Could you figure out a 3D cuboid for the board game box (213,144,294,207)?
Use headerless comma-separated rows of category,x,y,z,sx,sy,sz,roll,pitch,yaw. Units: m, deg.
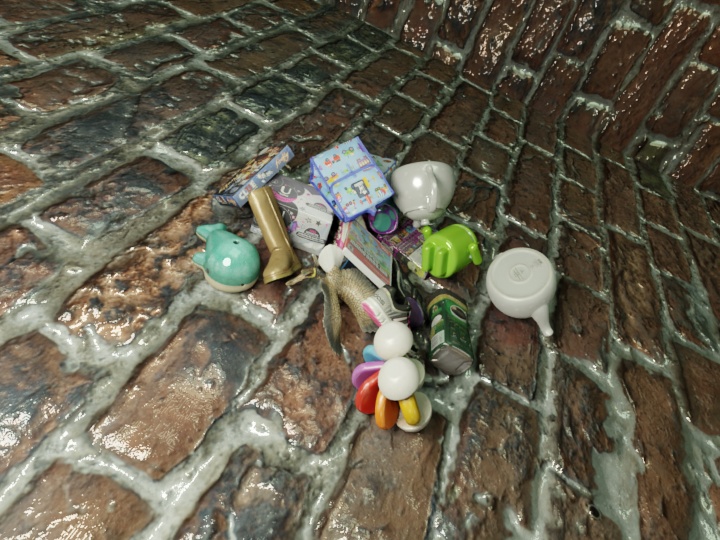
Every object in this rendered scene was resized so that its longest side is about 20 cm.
board game box,-0.273,-0.243,1.351,0.201,0.035,0.133,-49,32,-21

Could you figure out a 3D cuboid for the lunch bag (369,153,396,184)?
lunch bag,0.007,-0.270,1.493,0.155,0.078,0.200,20,34,18

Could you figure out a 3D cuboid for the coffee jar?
coffee jar,0.210,0.139,1.256,0.102,0.086,0.204,30,36,-17

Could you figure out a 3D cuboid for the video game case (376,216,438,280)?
video game case,0.162,-0.076,1.520,0.179,0.036,0.199,37,40,15

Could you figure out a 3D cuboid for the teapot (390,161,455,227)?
teapot,0.171,-0.198,1.428,0.196,0.193,0.153,5,79,-49

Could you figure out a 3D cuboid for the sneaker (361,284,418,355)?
sneaker,0.085,0.107,1.163,0.088,0.201,0.073,-46,33,-10

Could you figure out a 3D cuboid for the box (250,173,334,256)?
box,-0.167,-0.147,1.361,0.193,0.117,0.134,19,38,-6

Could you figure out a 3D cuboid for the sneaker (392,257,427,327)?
sneaker,0.110,0.060,1.325,0.085,0.076,0.205,19,40,-31

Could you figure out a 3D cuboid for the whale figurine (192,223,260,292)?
whale figurine,-0.300,-0.048,1.185,0.155,0.106,0.202,-10,50,-35

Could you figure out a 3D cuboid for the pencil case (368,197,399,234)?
pencil case,0.068,-0.183,1.525,0.090,0.087,0.202,26,26,-9

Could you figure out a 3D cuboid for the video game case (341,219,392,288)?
video game case,0.020,-0.040,1.246,0.142,0.017,0.201,42,21,-14

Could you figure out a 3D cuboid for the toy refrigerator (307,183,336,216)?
toy refrigerator,-0.070,-0.209,1.516,0.195,0.077,0.070,-16,52,-39

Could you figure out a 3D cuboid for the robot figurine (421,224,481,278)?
robot figurine,0.239,-0.054,1.416,0.172,0.120,0.197,20,30,36

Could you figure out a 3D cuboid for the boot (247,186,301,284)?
boot,-0.209,-0.082,1.197,0.064,0.207,0.175,-19,6,10

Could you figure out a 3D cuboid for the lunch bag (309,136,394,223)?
lunch bag,-0.020,-0.212,1.333,0.147,0.095,0.203,-27,67,-19

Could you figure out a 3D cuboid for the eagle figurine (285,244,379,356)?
eagle figurine,-0.046,0.060,1.175,0.202,0.152,0.150,51,10,25

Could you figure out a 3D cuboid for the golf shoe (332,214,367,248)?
golf shoe,-0.023,-0.110,1.432,0.089,0.077,0.204,20,40,-10

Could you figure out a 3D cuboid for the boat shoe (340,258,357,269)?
boat shoe,0.000,0.000,1.321,0.066,0.086,0.203,15,50,19

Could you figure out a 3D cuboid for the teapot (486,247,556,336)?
teapot,0.433,0.049,1.430,0.191,0.148,0.205,7,57,27

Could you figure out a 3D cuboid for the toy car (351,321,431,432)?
toy car,0.054,0.220,1.053,0.145,0.178,0.204,-16,41,9
